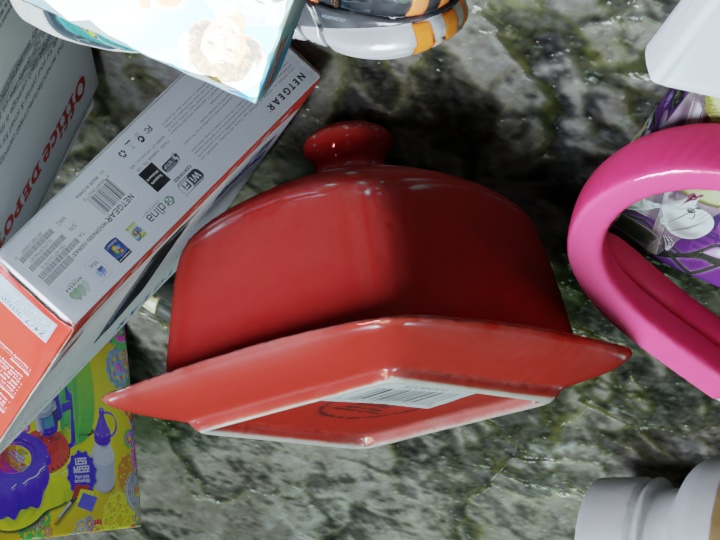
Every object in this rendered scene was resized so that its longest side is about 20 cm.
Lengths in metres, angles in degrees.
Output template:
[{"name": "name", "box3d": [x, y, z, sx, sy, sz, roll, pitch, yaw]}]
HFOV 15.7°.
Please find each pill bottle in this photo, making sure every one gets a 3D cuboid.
[{"name": "pill bottle", "box3d": [0.222, 0.157, 1.403, 0.200, 0.115, 0.114, -1, 141, 25]}]

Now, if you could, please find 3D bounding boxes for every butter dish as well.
[{"name": "butter dish", "box3d": [0.000, 0.000, 1.265, 0.199, 0.148, 0.200, -16, 163, 39]}]

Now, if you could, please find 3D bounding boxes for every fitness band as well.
[{"name": "fitness band", "box3d": [0.188, 0.003, 1.229, 0.200, 0.037, 0.143, 35, 141, -27]}]

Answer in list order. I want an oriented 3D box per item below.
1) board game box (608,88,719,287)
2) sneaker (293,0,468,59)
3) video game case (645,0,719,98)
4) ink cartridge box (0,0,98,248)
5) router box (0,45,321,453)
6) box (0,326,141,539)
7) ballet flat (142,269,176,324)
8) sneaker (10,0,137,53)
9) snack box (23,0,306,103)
[{"name": "board game box", "box3d": [0.196, -0.055, 1.201, 0.120, 0.032, 0.200, 19, 146, -9]}, {"name": "sneaker", "box3d": [-0.039, -0.161, 1.130, 0.200, 0.078, 0.112, 10, 124, 38]}, {"name": "video game case", "box3d": [0.236, -0.124, 1.020, 0.182, 0.024, 0.200, 10, 142, -22]}, {"name": "ink cartridge box", "box3d": [-0.195, -0.105, 1.202, 0.083, 0.147, 0.200, 13, 145, 14]}, {"name": "router box", "box3d": [-0.121, -0.010, 1.254, 0.049, 0.200, 0.180, 41, 144, 1]}, {"name": "box", "box3d": [-0.261, 0.096, 1.455, 0.192, 0.122, 0.200, -8, 175, 33]}, {"name": "ballet flat", "box3d": [-0.039, 0.038, 1.397, 0.200, 0.067, 0.057, 23, 138, -8]}, {"name": "sneaker", "box3d": [-0.118, -0.180, 1.093, 0.080, 0.077, 0.200, 23, 141, 42]}, {"name": "snack box", "box3d": [-0.109, -0.159, 1.035, 0.200, 0.037, 0.116, 24, 121, 3]}]
